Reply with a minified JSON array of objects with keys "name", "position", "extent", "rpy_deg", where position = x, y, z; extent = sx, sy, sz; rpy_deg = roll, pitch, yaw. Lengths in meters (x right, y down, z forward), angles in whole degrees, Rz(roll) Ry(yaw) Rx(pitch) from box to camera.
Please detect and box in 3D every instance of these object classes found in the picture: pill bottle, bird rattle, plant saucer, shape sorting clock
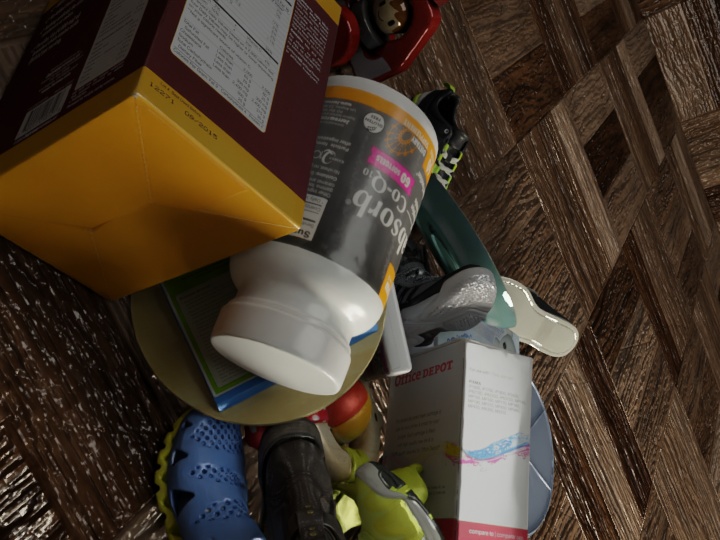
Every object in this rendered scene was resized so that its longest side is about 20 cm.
[{"name":"pill bottle","position":[-0.025,-0.025,0.564],"extent":[0.116,0.115,0.203],"rpy_deg":[38,62,-39]},{"name":"bird rattle","position":[-0.035,0.133,0.708],"extent":[0.201,0.112,0.164],"rpy_deg":[51,24,-14]},{"name":"plant saucer","position":[0.102,-0.019,0.862],"extent":[0.202,0.027,0.200],"rpy_deg":[59,-1,2]},{"name":"shape sorting clock","position":[-0.077,0.020,0.624],"extent":[0.196,0.039,0.204],"rpy_deg":[3,70,-8]}]

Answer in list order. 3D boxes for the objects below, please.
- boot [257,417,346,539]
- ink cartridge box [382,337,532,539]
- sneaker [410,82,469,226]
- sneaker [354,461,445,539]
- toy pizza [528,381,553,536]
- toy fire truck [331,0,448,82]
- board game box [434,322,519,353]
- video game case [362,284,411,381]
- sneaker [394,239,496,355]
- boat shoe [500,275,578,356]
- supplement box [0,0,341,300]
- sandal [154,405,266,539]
[{"name":"boot","position":[-0.034,0.221,0.561],"extent":[0.175,0.068,0.203],"rpy_deg":[-117,-164,-61]},{"name":"ink cartridge box","position":[0.086,0.181,0.751],"extent":[0.084,0.147,0.203],"rpy_deg":[16,69,-22]},{"name":"sneaker","position":[0.093,-0.148,0.991],"extent":[0.071,0.082,0.203],"rpy_deg":[27,55,-46]},{"name":"sneaker","position":[0.029,0.246,0.622],"extent":[0.076,0.075,0.203],"rpy_deg":[-23,104,-23]},{"name":"toy pizza","position":[0.167,0.202,0.918],"extent":[0.199,0.031,0.204],"rpy_deg":[22,62,-49]},{"name":"toy fire truck","position":[0.015,-0.318,0.878],"extent":[0.112,0.166,0.203],"rpy_deg":[-27,98,-55]},{"name":"board game box","position":[0.128,0.141,0.951],"extent":[0.199,0.043,0.202],"rpy_deg":[34,51,-44]},{"name":"video game case","position":[0.000,0.000,0.744],"extent":[0.182,0.023,0.204],"rpy_deg":[132,-53,-77]},{"name":"sneaker","position":[0.059,0.013,0.794],"extent":[0.074,0.200,0.116],"rpy_deg":[2,65,-25]},{"name":"boat shoe","position":[0.219,0.054,1.103],"extent":[0.198,0.075,0.060],"rpy_deg":[25,13,-29]},{"name":"supplement box","position":[-0.138,-0.117,0.549],"extent":[0.132,0.195,0.203],"rpy_deg":[39,47,-39]},{"name":"sandal","position":[-0.098,0.194,0.573],"extent":[0.079,0.086,0.203],"rpy_deg":[16,61,-48]}]
